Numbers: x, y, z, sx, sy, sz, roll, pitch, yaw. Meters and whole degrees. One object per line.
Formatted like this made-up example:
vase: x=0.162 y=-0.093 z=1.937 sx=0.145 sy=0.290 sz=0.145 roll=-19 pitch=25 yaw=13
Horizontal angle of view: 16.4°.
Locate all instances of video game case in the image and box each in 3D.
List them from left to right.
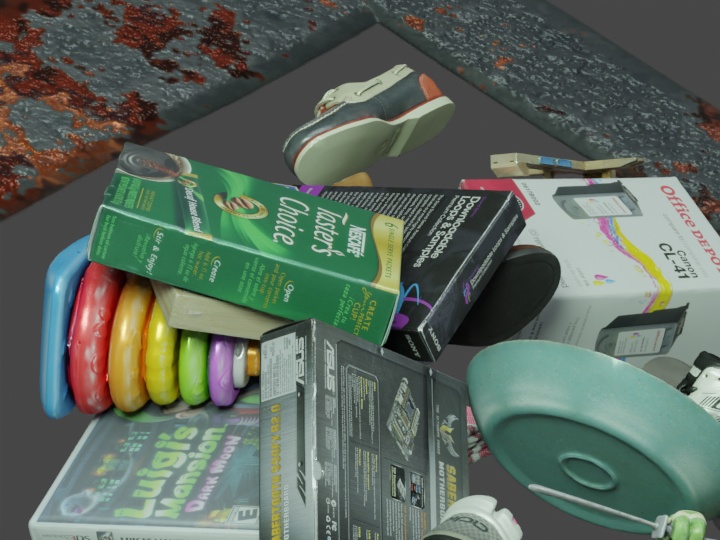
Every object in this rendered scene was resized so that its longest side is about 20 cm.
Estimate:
video game case: x=-0.100 y=0.117 z=1.642 sx=0.180 sy=0.024 sz=0.200 roll=0 pitch=32 yaw=19

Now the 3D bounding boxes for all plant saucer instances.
plant saucer: x=0.153 y=0.118 z=1.619 sx=0.199 sy=0.200 sz=0.036 roll=23 pitch=63 yaw=7

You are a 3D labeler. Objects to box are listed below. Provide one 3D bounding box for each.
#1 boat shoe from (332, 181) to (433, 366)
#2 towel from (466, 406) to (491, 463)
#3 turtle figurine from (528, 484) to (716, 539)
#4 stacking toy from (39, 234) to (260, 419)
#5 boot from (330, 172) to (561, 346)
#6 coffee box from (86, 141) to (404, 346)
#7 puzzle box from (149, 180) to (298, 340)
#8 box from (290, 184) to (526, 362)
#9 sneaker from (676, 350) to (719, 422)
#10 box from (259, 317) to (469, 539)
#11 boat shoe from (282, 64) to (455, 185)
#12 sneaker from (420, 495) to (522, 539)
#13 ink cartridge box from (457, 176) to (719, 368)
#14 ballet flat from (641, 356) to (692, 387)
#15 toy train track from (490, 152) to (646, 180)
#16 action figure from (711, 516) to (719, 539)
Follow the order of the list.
boat shoe: x=0.018 y=-0.014 z=1.884 sx=0.071 sy=0.069 sz=0.201 roll=5 pitch=38 yaw=-17
towel: x=-0.018 y=0.113 z=1.698 sx=0.199 sy=0.030 sz=0.146 roll=-17 pitch=26 yaw=-38
turtle figurine: x=0.217 y=0.230 z=1.573 sx=0.193 sy=0.200 sz=0.145 roll=1 pitch=72 yaw=29
stacking toy: x=-0.109 y=0.050 z=1.656 sx=0.198 sy=0.111 sz=0.116 roll=7 pitch=18 yaw=7
boot: x=0.031 y=-0.007 z=1.807 sx=0.187 sy=0.069 sz=0.200 roll=-31 pitch=36 yaw=1
coffee box: x=-0.070 y=-0.020 z=1.616 sx=0.198 sy=0.044 sz=0.123 roll=17 pitch=23 yaw=-3
puzzle box: x=-0.083 y=-0.012 z=1.677 sx=0.132 sy=0.026 sz=0.200 roll=9 pitch=25 yaw=-21
box: x=0.000 y=0.000 z=1.729 sx=0.199 sy=0.036 sz=0.143 roll=2 pitch=43 yaw=39
sneaker: x=0.236 y=0.104 z=1.757 sx=0.199 sy=0.088 sz=0.076 roll=-19 pitch=7 yaw=-2
box: x=0.005 y=0.147 z=1.557 sx=0.158 sy=0.048 sz=0.202 roll=24 pitch=57 yaw=-46
boat shoe: x=-0.002 y=-0.121 z=2.010 sx=0.063 sy=0.071 sz=0.199 roll=46 pitch=38 yaw=16
sneaker: x=0.080 y=0.241 z=1.516 sx=0.087 sy=0.073 sz=0.201 roll=-14 pitch=83 yaw=-54
ink cartridge box: x=0.178 y=0.002 z=1.921 sx=0.198 sy=0.086 sz=0.148 roll=-4 pitch=40 yaw=-24
ballet flat: x=0.274 y=0.142 z=1.819 sx=0.067 sy=0.047 sz=0.200 roll=-31 pitch=61 yaw=-29
toy train track: x=0.158 y=-0.073 z=2.007 sx=0.114 sy=0.033 sz=0.200 roll=-4 pitch=-3 yaw=28
action figure: x=0.319 y=0.191 z=1.662 sx=0.193 sy=0.200 sz=0.105 roll=30 pitch=76 yaw=3
